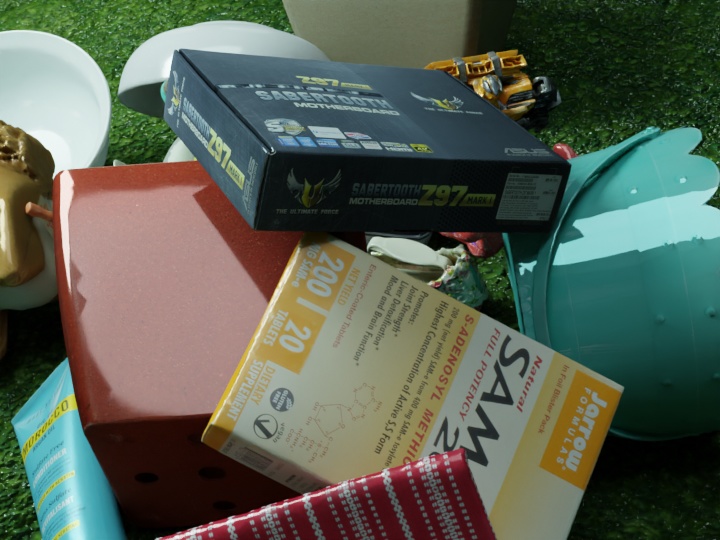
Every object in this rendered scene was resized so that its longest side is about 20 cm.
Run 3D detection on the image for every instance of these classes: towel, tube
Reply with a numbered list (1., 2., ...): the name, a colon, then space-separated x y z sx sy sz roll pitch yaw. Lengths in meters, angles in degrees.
1. towel: -0.015 0.182 0.680 0.199 0.145 0.023 -19 15 12
2. tube: -0.195 0.139 0.864 0.077 0.050 0.200 -43 40 9

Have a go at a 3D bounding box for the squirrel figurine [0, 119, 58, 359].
1. squirrel figurine: -0.321 -0.018 0.997 0.186 0.141 0.201 -21 73 12

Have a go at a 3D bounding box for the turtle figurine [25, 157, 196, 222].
1. turtle figurine: -0.129 -0.034 0.933 0.199 0.162 0.065 31 23 -17

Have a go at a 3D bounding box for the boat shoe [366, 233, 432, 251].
1. boat shoe: -0.035 -0.061 1.039 0.199 0.068 0.072 9 42 -3

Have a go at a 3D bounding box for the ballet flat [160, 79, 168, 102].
1. ballet flat: -0.085 -0.108 1.059 0.199 0.070 0.068 5 50 -39

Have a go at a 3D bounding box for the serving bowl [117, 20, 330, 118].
1. serving bowl: -0.113 -0.178 1.142 0.199 0.066 0.200 0 -5 0

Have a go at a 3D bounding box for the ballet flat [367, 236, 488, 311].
1. ballet flat: 0.000 0.000 0.998 0.199 0.064 0.076 2 40 12

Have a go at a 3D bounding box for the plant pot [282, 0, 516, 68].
1. plant pot: 0.047 -0.250 1.206 0.199 0.178 0.200 9 37 19

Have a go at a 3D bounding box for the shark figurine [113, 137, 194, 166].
1. shark figurine: -0.144 -0.079 1.115 0.128 0.090 0.215 29 50 -9

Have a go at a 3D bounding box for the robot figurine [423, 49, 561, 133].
1. robot figurine: 0.075 -0.121 1.040 0.144 0.200 0.059 -11 78 -15

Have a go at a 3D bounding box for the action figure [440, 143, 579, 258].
1. action figure: 0.099 -0.066 1.000 0.099 0.065 0.200 34 28 12

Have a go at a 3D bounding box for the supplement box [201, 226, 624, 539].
1. supplement box: 0.029 0.080 0.717 0.199 0.074 0.127 27 71 -4

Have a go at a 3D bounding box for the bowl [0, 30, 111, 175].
1. bowl: -0.304 -0.104 1.132 0.200 0.091 0.202 -3 61 6

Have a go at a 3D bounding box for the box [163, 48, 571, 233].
1. box: 0.001 -0.078 0.769 0.199 0.051 0.158 1 27 -29

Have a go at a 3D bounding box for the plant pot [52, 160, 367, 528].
1. plant pot: -0.094 0.058 0.850 0.199 0.200 0.177 -3 51 4

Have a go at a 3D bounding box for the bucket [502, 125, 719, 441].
1. bucket: 0.168 0.015 0.849 0.134 0.208 0.208 -10 38 5
